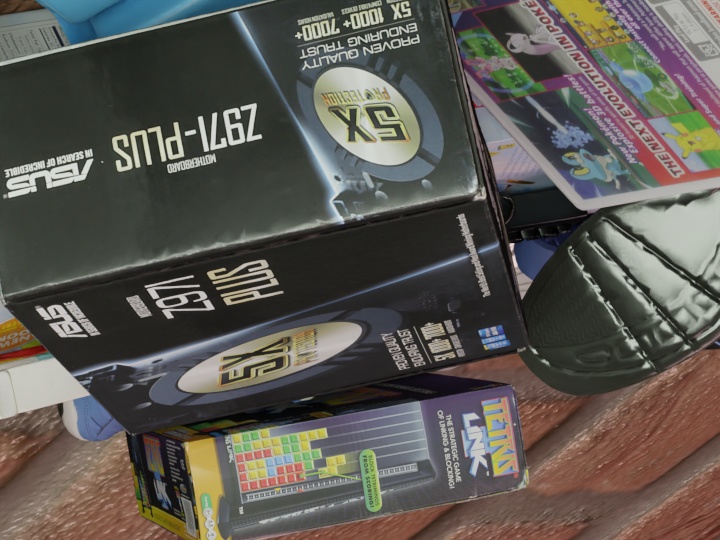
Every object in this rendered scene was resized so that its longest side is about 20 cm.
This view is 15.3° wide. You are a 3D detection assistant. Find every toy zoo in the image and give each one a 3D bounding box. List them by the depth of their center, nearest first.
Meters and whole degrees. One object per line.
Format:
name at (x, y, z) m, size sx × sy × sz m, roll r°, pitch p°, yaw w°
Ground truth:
toy zoo at (-0.138, 0.045, 1.166) m, size 0.200 × 0.020 × 0.131 m, roll -14°, pitch -177°, yaw -40°

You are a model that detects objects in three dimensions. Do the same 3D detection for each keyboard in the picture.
keyboard at (0.000, 0.000, 1.164) m, size 0.200 × 0.040 × 0.104 m, roll -10°, pitch 172°, yaw -5°

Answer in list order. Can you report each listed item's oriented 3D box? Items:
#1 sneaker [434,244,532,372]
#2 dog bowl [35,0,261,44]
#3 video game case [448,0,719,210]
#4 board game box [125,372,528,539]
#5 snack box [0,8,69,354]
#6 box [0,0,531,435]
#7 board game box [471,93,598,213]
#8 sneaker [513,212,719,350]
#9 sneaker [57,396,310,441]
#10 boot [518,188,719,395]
sneaker at (0.057, -0.012, 1.347) m, size 0.099 × 0.078 × 0.200 m, roll 4°, pitch 142°, yaw -46°
dog bowl at (-0.075, -0.114, 0.959) m, size 0.111 × 0.050 × 0.200 m, roll -28°, pitch 148°, yaw 16°
video game case at (0.097, -0.100, 0.952) m, size 0.182 × 0.023 × 0.200 m, roll -9°, pitch 137°, yaw 43°
board game box at (-0.023, 0.093, 1.358) m, size 0.165 × 0.057 × 0.200 m, roll -11°, pitch -178°, yaw -14°
snack box at (-0.169, -0.025, 1.085) m, size 0.142 × 0.053 × 0.200 m, roll -12°, pitch 154°, yaw -34°
box at (-0.033, -0.018, 0.959) m, size 0.164 × 0.086 × 0.200 m, roll -12°, pitch 162°, yaw 4°
board game box at (0.025, -0.048, 1.150) m, size 0.199 × 0.041 × 0.200 m, roll -9°, pitch 171°, yaw -7°
sneaker at (0.157, 0.003, 1.308) m, size 0.200 × 0.070 × 0.078 m, roll -2°, pitch 127°, yaw -29°
sneaker at (-0.064, 0.035, 1.307) m, size 0.200 × 0.077 × 0.076 m, roll -32°, pitch 159°, yaw 19°
boot at (0.159, -0.029, 1.167) m, size 0.204 × 0.073 × 0.154 m, roll -43°, pitch 179°, yaw 12°
